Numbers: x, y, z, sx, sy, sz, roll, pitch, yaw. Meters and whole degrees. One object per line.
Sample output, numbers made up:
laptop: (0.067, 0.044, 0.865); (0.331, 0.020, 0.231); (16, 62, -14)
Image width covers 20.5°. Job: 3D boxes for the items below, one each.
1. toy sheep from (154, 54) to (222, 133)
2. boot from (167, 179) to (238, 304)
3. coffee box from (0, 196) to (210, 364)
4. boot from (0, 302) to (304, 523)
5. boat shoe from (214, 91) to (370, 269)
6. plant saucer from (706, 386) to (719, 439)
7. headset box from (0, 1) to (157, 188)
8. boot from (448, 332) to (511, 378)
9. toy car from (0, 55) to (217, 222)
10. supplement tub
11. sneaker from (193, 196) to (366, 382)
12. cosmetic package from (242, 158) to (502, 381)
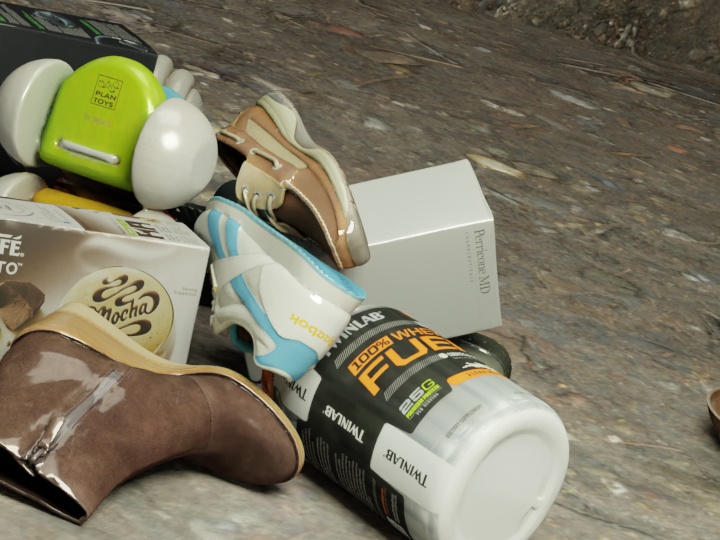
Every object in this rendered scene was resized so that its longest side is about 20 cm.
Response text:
toy sheep: (-0.218, -0.149, 1.884); (0.200, 0.138, 0.138); (17, 16, -5)
boot: (-0.116, -0.031, 1.690); (0.200, 0.076, 0.168); (21, 18, -17)
coffee box: (-0.215, 0.015, 1.338); (0.200, 0.113, 0.080); (9, 11, -23)
boot: (-0.142, 0.112, 1.238); (0.200, 0.072, 0.166); (31, 32, -2)
boat shoe: (-0.052, -0.055, 1.431); (0.072, 0.076, 0.200); (-26, 36, -8)
plant saucer: (0.383, 0.156, 1.689); (0.200, 0.037, 0.200); (16, 16, -5)
headset box: (-0.294, -0.130, 1.656); (0.200, 0.174, 0.093); (9, 17, -32)
boot: (0.017, 0.073, 1.526); (0.200, 0.068, 0.131); (17, 24, 8)
toy car: (-0.186, -0.062, 1.507); (0.175, 0.200, 0.150); (17, 9, 23)
supplement tub: (0.031, 0.101, 1.324); (0.122, 0.123, 0.200); (2, 22, -45)
sneaker: (-0.073, 0.009, 1.340); (0.076, 0.081, 0.200); (33, 1, -28)
cosmetic package: (0.000, 0.000, 1.490); (0.200, 0.113, 0.081); (-13, 40, -2)
